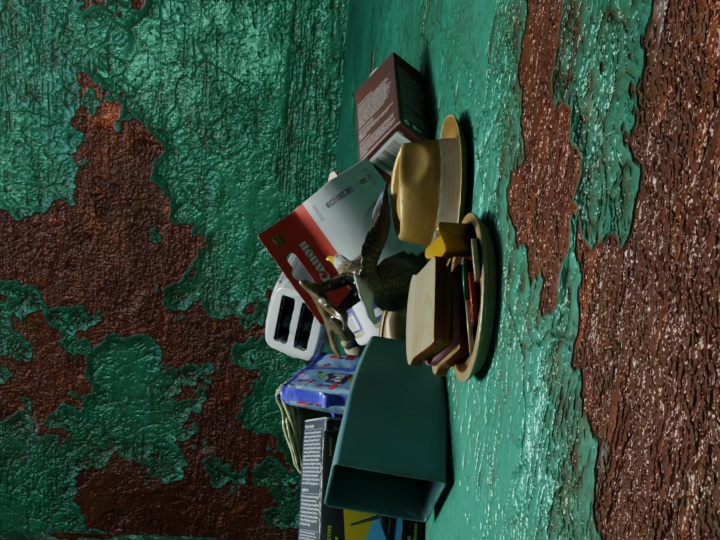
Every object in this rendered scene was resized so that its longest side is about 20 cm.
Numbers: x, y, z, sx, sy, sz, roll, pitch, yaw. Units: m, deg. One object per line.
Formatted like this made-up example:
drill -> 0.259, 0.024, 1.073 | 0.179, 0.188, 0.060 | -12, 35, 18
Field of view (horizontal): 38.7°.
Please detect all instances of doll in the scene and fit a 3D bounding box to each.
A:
doll -> -0.007, 0.073, 1.710 | 0.202, 0.048, 0.138 | 97, -173, -46

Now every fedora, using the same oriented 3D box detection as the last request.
fedora -> 0.083, -0.098, 1.305 | 0.201, 0.080, 0.204 | -176, 90, -84

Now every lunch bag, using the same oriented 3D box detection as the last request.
lunch bag -> -0.026, 0.190, 1.580 | 0.200, 0.148, 0.096 | -9, -77, -72

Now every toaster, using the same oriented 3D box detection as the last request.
toaster -> -0.087, 0.050, 1.689 | 0.130, 0.112, 0.202 | -64, -8, -53

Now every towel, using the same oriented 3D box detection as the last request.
towel -> -0.088, 0.240, 1.681 | 0.200, 0.036, 0.151 | -18, -84, -75

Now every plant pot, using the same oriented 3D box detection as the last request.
plant pot -> 0.038, 0.199, 1.344 | 0.142, 0.139, 0.202 | 102, 176, -56

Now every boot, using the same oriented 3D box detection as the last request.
boot -> 0.070, 0.134, 1.475 | 0.075, 0.073, 0.204 | -168, 77, -66

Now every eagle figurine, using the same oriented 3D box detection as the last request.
eagle figurine -> 0.014, -0.006, 1.368 | 0.151, 0.199, 0.152 | 45, 157, 18

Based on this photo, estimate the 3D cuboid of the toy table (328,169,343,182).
toy table -> -0.015, -0.068, 1.778 | 0.200, 0.184, 0.117 | -40, -7, -45

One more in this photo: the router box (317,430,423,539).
router box -> 0.014, 0.330, 1.437 | 0.051, 0.147, 0.203 | 116, 156, -77

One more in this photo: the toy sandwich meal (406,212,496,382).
toy sandwich meal -> 0.098, 0.030, 1.144 | 0.205, 0.069, 0.209 | -177, 90, -84

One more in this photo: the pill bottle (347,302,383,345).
pill bottle -> 0.000, 0.000, 1.551 | 0.202, 0.110, 0.111 | 62, 174, -1

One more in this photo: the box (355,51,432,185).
box -> 0.049, -0.237, 1.593 | 0.100, 0.074, 0.202 | -42, 33, 31

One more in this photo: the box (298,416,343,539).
box -> -0.008, 0.330, 1.559 | 0.107, 0.146, 0.203 | 157, 118, -65

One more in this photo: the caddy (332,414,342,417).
caddy -> 0.002, 0.301, 1.823 | 0.201, 0.104, 0.142 | 100, 147, -49

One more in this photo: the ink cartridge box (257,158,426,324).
ink cartridge box -> -0.020, -0.045, 1.468 | 0.163, 0.199, 0.057 | 53, 150, 5
